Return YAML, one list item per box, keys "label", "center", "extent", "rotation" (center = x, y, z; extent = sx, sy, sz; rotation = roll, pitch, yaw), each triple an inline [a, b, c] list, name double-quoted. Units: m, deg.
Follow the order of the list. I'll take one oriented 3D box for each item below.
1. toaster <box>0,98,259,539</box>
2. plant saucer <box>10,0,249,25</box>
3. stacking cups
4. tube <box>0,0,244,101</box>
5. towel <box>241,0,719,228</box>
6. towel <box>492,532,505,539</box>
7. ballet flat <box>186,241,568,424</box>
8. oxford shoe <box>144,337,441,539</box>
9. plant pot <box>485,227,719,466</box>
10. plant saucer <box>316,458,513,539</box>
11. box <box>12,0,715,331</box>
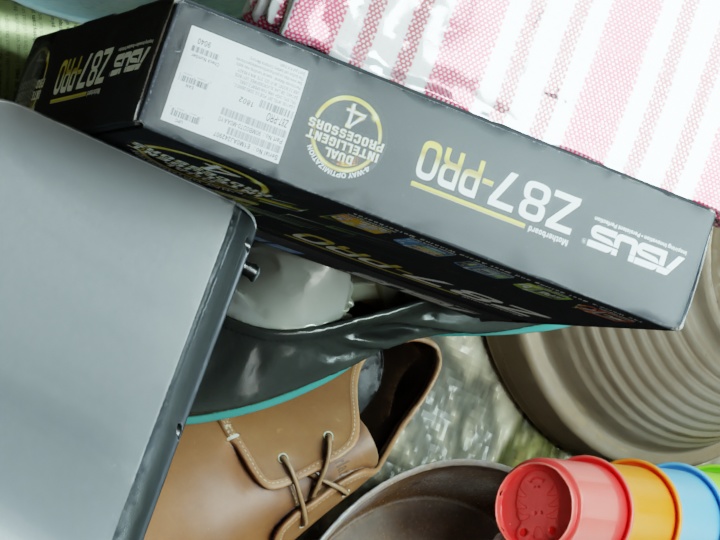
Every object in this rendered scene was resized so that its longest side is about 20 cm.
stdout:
- label: "toaster"
  center: [-0.137, 0.068, 0.962]
  extent: [0.119, 0.181, 0.200]
  rotation: [29, 54, -14]
- label: "plant saucer"
  center: [-0.062, -0.154, 1.075]
  extent: [0.201, 0.201, 0.039]
  rotation: [-50, 155, -25]
- label: "stacking cups"
  center: [0.121, 0.101, 1.261]
  extent: [0.200, 0.060, 0.061]
  rotation: [18, 82, -55]
- label: "tube"
  center: [-0.121, -0.088, 1.102]
  extent: [0.200, 0.052, 0.058]
  rotation: [-11, 68, -34]
- label: "towel"
  center: [0.072, -0.113, 1.022]
  extent: [0.200, 0.030, 0.147]
  rotation: [22, 86, -20]
- label: "towel"
  center: [0.074, 0.238, 1.246]
  extent: [0.200, 0.032, 0.191]
  rotation: [46, 67, -31]
- label: "ballet flat"
  center: [0.000, 0.000, 1.133]
  extent: [0.200, 0.068, 0.069]
  rotation: [-15, 125, -23]
- label: "oxford shoe"
  center: [-0.036, 0.075, 1.131]
  extent: [0.200, 0.071, 0.071]
  rotation: [-48, 132, -41]
- label: "plant pot"
  center: [0.152, -0.011, 1.293]
  extent: [0.201, 0.093, 0.201]
  rotation: [-2, 93, -38]
- label: "plant saucer"
  center: [0.027, 0.176, 1.243]
  extent: [0.200, 0.034, 0.201]
  rotation: [-4, 96, -39]
- label: "box"
  center: [-0.005, -0.032, 1.007]
  extent: [0.200, 0.161, 0.049]
  rotation: [20, 84, -21]
